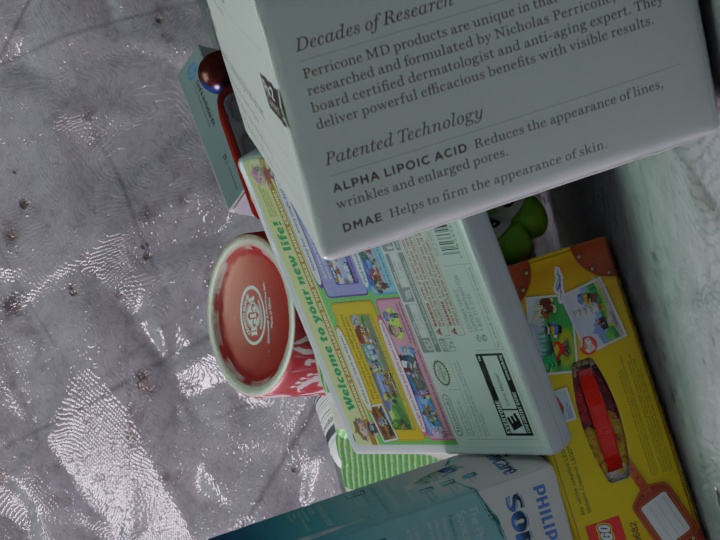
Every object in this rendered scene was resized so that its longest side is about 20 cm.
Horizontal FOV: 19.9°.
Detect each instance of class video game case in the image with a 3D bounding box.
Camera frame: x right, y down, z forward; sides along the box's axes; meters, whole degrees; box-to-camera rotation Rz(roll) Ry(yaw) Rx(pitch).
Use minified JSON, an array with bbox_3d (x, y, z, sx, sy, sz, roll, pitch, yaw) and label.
[{"bbox_3d":[0.023,0.014,1.193,0.181,0.022,0.202,-6,110,51],"label":"video game case"}]

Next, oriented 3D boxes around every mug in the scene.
[{"bbox_3d":[-0.004,0.009,1.418,0.134,0.199,0.178,-54,52,40],"label":"mug"}]

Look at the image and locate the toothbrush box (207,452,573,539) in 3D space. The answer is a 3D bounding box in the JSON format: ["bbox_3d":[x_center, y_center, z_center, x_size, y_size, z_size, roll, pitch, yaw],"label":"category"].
[{"bbox_3d":[0.028,0.199,1.179,0.085,0.198,0.148,-139,31,-77],"label":"toothbrush box"}]

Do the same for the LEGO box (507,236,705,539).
[{"bbox_3d":[0.131,0.092,1.247,0.149,0.076,0.202,136,116,-82],"label":"LEGO box"}]

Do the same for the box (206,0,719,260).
[{"bbox_3d":[0.037,-0.123,0.975,0.199,0.198,0.132,-123,17,-66],"label":"box"}]

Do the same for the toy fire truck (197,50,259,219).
[{"bbox_3d":[-0.034,-0.145,1.582,0.112,0.166,0.201,86,165,-60],"label":"toy fire truck"}]

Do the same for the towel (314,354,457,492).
[{"bbox_3d":[0.035,0.088,1.284,0.152,0.023,0.202,13,127,40],"label":"towel"}]

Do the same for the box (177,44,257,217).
[{"bbox_3d":[-0.038,-0.099,1.677,0.041,0.199,0.157,-51,45,32],"label":"box"}]

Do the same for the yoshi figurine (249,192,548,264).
[{"bbox_3d":[0.024,-0.059,1.262,0.199,0.111,0.114,14,97,42],"label":"yoshi figurine"}]

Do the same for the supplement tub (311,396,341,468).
[{"bbox_3d":[0.024,0.093,1.806,0.141,0.139,0.202,92,159,-69],"label":"supplement tub"}]
